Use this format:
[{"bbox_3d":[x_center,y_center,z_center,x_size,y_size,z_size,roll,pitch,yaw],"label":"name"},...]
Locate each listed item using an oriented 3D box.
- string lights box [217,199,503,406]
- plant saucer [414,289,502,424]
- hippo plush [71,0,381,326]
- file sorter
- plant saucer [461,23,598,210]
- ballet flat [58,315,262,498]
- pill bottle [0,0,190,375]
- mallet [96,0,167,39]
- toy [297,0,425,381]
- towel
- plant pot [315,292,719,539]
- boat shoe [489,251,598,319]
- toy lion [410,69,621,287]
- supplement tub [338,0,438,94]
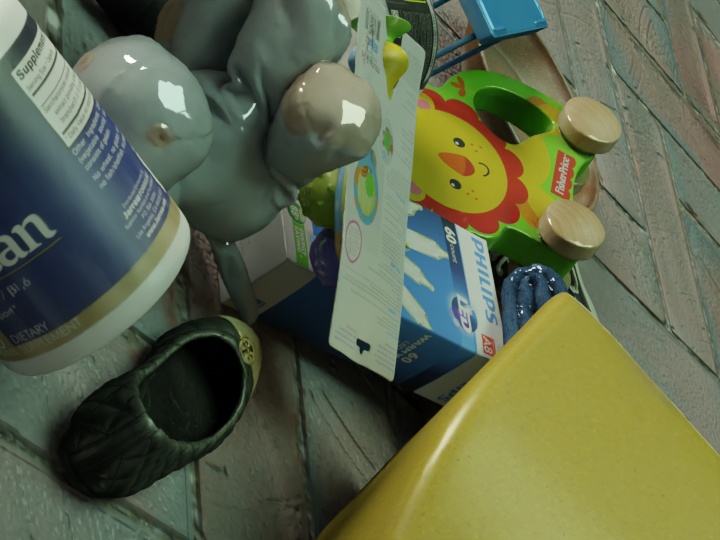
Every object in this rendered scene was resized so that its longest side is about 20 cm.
[{"bbox_3d":[0.000,0.000,1.276,0.199,0.059,0.103,26,43,-40],"label":"string lights box"},{"bbox_3d":[0.085,0.091,1.433,0.200,0.037,0.201,46,31,-37],"label":"plant saucer"},{"bbox_3d":[-0.108,-0.080,1.092,0.160,0.200,0.160,-9,60,-40],"label":"hippo plush"},{"bbox_3d":[0.028,-0.240,1.530,0.201,0.122,0.139,64,24,1],"label":"file sorter"},{"bbox_3d":[0.136,-0.133,1.744,0.200,0.037,0.201,47,28,-35],"label":"plant saucer"},{"bbox_3d":[-0.088,0.067,1.063,0.067,0.057,0.200,63,23,-6],"label":"ballet flat"},{"bbox_3d":[-0.175,-0.059,0.937,0.200,0.111,0.111,53,26,-24],"label":"pill bottle"},{"bbox_3d":[-0.092,-0.215,1.256,0.200,0.041,0.066,-53,129,-30],"label":"mallet"},{"bbox_3d":[-0.005,-0.047,1.178,0.115,0.047,0.201,35,62,-67],"label":"toy"},{"bbox_3d":[0.135,0.101,1.349,0.112,0.048,0.201,-89,164,-56],"label":"towel"},{"bbox_3d":[0.073,0.169,1.106,0.196,0.194,0.200,49,39,8],"label":"plant pot"},{"bbox_3d":[0.127,0.003,1.570,0.060,0.074,0.201,-59,129,-68],"label":"boat shoe"},{"bbox_3d":[0.082,-0.077,1.483,0.191,0.069,0.201,27,41,-9],"label":"toy lion"},{"bbox_3d":[-0.021,-0.149,1.324,0.123,0.122,0.200,65,17,2],"label":"supplement tub"}]
